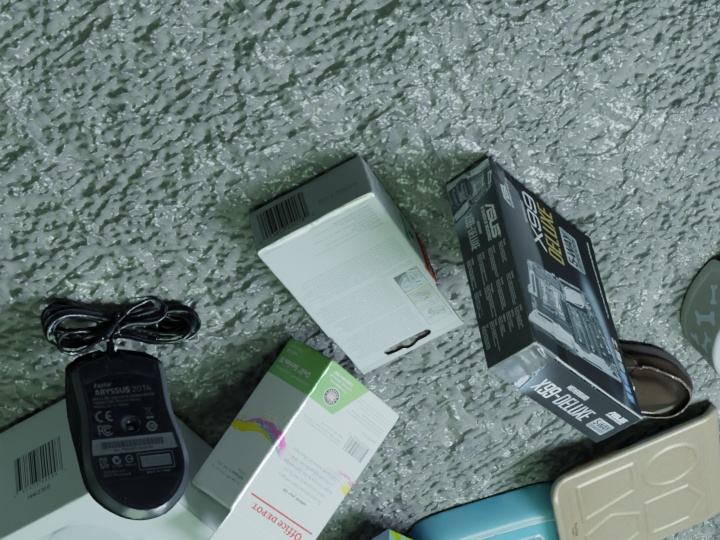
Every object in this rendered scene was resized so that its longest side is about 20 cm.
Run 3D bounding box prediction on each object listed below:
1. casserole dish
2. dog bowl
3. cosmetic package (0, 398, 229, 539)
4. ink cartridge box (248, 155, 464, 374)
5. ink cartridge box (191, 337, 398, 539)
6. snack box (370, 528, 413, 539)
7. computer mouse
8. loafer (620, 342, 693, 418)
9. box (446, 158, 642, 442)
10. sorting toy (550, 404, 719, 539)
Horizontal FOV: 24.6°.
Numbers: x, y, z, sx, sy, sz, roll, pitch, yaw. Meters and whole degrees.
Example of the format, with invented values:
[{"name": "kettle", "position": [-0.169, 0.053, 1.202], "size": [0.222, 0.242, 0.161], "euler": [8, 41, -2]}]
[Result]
[{"name": "casserole dish", "position": [0.145, 0.290, 1.762], "size": [0.200, 0.039, 0.121], "euler": [-17, 138, -2]}, {"name": "dog bowl", "position": [0.409, 0.039, 1.570], "size": [0.200, 0.059, 0.200], "euler": [-8, 136, -8]}, {"name": "cosmetic package", "position": [-0.237, 0.222, 1.510], "size": [0.199, 0.123, 0.200], "euler": [-28, 135, 12]}, {"name": "ink cartridge box", "position": [0.000, 0.000, 1.409], "size": [0.109, 0.050, 0.200], "euler": [-27, 137, 10]}, {"name": "ink cartridge box", "position": [-0.069, 0.176, 1.487], "size": [0.200, 0.067, 0.117], "euler": [-55, 133, -8]}, {"name": "snack box", "position": [0.055, 0.363, 1.745], "size": [0.200, 0.068, 0.169], "euler": [28, 135, -25]}, {"name": "computer mouse", "position": [-0.193, 0.121, 1.374], "size": [0.138, 0.200, 0.053], "euler": [1, 149, -21]}, {"name": "loafer", "position": [0.243, 0.111, 1.582], "size": [0.200, 0.071, 0.073], "euler": [18, 127, -32]}, {"name": "box", "position": [0.150, 0.024, 1.370], "size": [0.050, 0.200, 0.158], "euler": [-32, 135, 25]}, {"name": "sorting toy", "position": [0.291, 0.234, 1.741], "size": [0.200, 0.036, 0.185], "euler": [-26, 138, -8]}]
